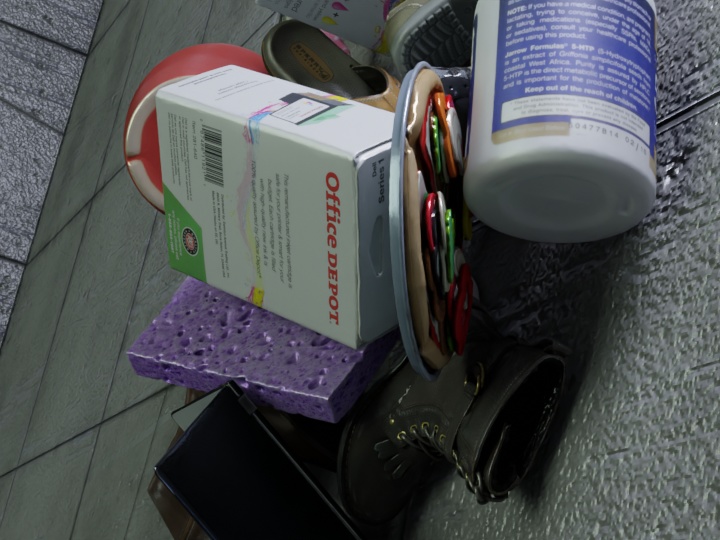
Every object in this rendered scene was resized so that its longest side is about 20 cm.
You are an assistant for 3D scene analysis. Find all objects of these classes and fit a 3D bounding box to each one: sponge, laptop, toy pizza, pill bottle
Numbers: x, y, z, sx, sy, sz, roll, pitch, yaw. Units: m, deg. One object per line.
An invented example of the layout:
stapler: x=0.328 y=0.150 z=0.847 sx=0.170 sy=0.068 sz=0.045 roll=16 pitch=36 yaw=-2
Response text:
sponge: x=-0.071 y=0.049 z=1.108 sx=0.199 sy=0.030 sz=0.112 roll=10 pitch=47 yaw=34
laptop: x=-0.079 y=0.188 z=1.053 sx=0.116 sy=0.188 sz=0.200 roll=-42 pitch=6 yaw=-30
toy pizza: x=0.051 y=-0.031 z=0.931 sx=0.200 sy=0.032 sz=0.202 roll=-1 pitch=-90 yaw=-78
pill bottle: x=0.129 y=-0.131 z=0.941 sx=0.120 sy=0.119 sz=0.201 roll=-36 pitch=43 yaw=56

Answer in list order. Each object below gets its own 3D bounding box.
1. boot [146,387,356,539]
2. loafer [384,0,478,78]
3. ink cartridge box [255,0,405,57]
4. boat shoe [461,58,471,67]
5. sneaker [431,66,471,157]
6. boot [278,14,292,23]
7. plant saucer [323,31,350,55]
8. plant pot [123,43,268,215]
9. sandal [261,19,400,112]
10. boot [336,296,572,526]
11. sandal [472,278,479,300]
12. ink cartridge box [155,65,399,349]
boot: x=-0.079 y=0.172 z=1.195 sx=0.064 sy=0.186 sz=0.201 roll=-37 pitch=-25 yaw=-52
loafer: x=0.094 y=-0.219 z=1.084 sx=0.200 sy=0.075 sz=0.070 roll=-36 pitch=40 yaw=-6
ink cartridge box: x=0.032 y=-0.278 z=1.223 sx=0.145 sy=0.199 sz=0.145 roll=-51 pitch=30 yaw=42
boat shoe: x=0.068 y=-0.118 z=1.135 sx=0.072 sy=0.072 sz=0.201 roll=104 pitch=-173 yaw=-75
sneaker: x=0.101 y=-0.139 z=1.041 sx=0.201 sy=0.113 sz=0.075 roll=-68 pitch=21 yaw=5
boot: x=0.002 y=-0.303 z=1.448 sx=0.200 sy=0.068 sz=0.131 roll=-56 pitch=15 yaw=-19
plant saucer: x=-0.050 y=-0.130 z=1.417 sx=0.201 sy=0.051 sz=0.201 roll=23 pitch=-90 yaw=-85
plant pot: x=-0.157 y=-0.130 z=1.510 sx=0.177 sy=0.199 sz=0.201 roll=-93 pitch=26 yaw=-81
sandal: x=0.002 y=-0.141 z=1.190 sx=0.082 sy=0.200 sz=0.055 roll=-36 pitch=-15 yaw=-30
boot: x=0.058 y=0.111 z=0.989 sx=0.201 sy=0.069 sz=0.174 roll=-64 pitch=21 yaw=9
sandal: x=0.003 y=-0.008 z=1.135 sx=0.206 sy=0.059 sz=0.080 roll=24 pitch=97 yaw=42
ink cartridge box: x=-0.048 y=-0.050 z=1.058 sx=0.199 sy=0.084 sz=0.146 roll=21 pitch=124 yaw=37
